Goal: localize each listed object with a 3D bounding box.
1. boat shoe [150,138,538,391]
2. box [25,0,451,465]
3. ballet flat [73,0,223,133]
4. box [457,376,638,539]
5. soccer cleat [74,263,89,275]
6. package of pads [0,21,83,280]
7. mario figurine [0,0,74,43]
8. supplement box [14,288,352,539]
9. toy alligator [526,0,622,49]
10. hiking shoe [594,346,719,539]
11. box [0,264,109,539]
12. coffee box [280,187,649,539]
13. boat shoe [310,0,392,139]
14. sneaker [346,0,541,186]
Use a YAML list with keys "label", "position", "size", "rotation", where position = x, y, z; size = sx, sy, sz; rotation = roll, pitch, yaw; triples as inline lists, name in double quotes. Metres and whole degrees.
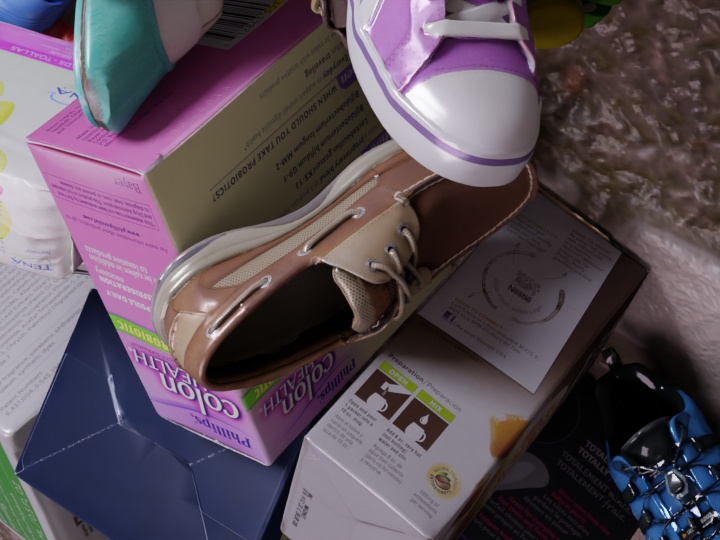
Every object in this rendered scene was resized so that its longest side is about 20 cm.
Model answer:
- label: "boat shoe"
  position: [0.000, 0.000, 0.657]
  size: [0.076, 0.199, 0.072]
  rotation: [62, 177, -39]
- label: "box"
  position: [-0.056, -0.033, 0.766]
  size: [0.096, 0.176, 0.201]
  rotation: [16, 140, 39]
- label: "ballet flat"
  position: [-0.102, -0.152, 0.699]
  size: [0.070, 0.201, 0.068]
  rotation: [-9, 139, 3]
- label: "box"
  position: [0.074, 0.157, 0.807]
  size: [0.122, 0.200, 0.106]
  rotation: [40, 150, 9]
- label: "soccer cleat"
  position: [-0.128, -0.021, 0.877]
  size: [0.085, 0.198, 0.069]
  rotation: [-171, 87, -70]
- label: "package of pads"
  position: [-0.222, -0.081, 0.808]
  size: [0.198, 0.155, 0.069]
  rotation: [16, 128, 11]
- label: "mario figurine"
  position: [-0.224, -0.158, 0.888]
  size: [0.200, 0.105, 0.124]
  rotation: [116, 140, -51]
- label: "supplement box"
  position: [-0.077, 0.124, 0.932]
  size: [0.199, 0.135, 0.199]
  rotation: [25, -178, 32]
- label: "toy alligator"
  position: [0.098, -0.149, 0.558]
  size: [0.054, 0.060, 0.200]
  rotation: [4, 151, -9]
- label: "hiking shoe"
  position: [0.159, 0.119, 0.686]
  size: [0.087, 0.074, 0.200]
  rotation: [45, -169, -22]
- label: "box"
  position: [-0.235, 0.086, 1.107]
  size: [0.171, 0.200, 0.200]
  rotation: [29, 147, 30]
- label: "coffee box"
  position: [0.054, 0.066, 0.724]
  size: [0.080, 0.200, 0.115]
  rotation: [36, 149, 12]
- label: "boat shoe"
  position: [0.012, -0.132, 0.678]
  size: [0.072, 0.060, 0.201]
  rotation: [-1, 127, 51]
- label: "sneaker"
  position: [0.038, -0.139, 0.542]
  size: [0.114, 0.072, 0.202]
  rotation: [120, 143, -55]
